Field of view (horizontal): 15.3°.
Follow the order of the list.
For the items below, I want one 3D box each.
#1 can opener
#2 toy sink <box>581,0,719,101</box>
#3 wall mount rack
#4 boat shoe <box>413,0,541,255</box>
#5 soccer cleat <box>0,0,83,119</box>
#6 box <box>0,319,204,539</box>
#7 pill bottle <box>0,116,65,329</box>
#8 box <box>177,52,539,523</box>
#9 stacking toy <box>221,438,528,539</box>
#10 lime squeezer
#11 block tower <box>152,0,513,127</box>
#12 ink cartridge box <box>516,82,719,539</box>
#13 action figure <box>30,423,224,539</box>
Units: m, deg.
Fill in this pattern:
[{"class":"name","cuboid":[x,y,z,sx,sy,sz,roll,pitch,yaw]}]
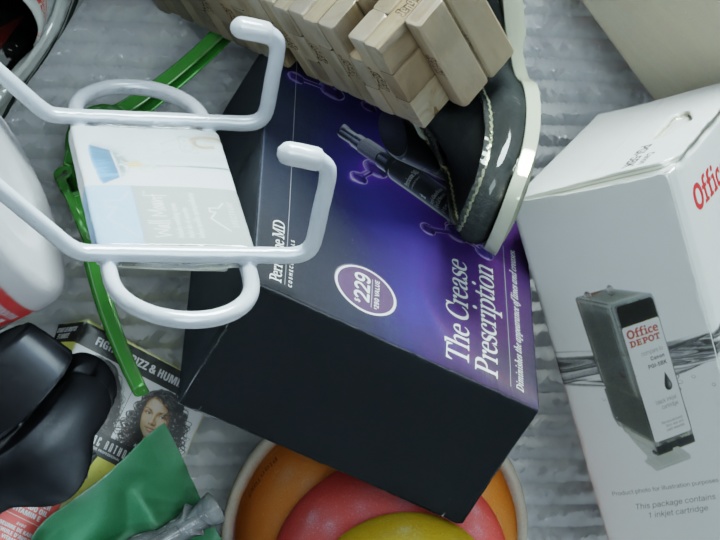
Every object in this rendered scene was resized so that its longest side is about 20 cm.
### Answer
[{"class":"can opener","cuboid":[-0.185,0.100,1.164,0.200,0.063,0.079,-41,100,18]},{"class":"toy sink","cuboid":[0.200,-0.147,1.302,0.200,0.130,0.112,52,54,-7]},{"class":"wall mount rack","cuboid":[-0.107,-0.058,1.098,0.172,0.200,0.075,2,121,-15]},{"class":"boat shoe","cuboid":[0.041,-0.074,1.207,0.067,0.201,0.072,13,122,-13]},{"class":"soccer cleat","cuboid":[-0.151,-0.136,1.215,0.068,0.085,0.201,33,76,-13]},{"class":"box","cuboid":[-0.143,0.127,1.214,0.075,0.050,0.201,29,78,-16]},{"class":"pill bottle","cuboid":[-0.235,0.005,1.126,0.199,0.114,0.114,-27,95,9]},{"class":"box","cuboid":[0.000,0.000,1.199,0.140,0.201,0.079,22,123,-15]},{"class":"stacking toy","cuboid":[0.016,0.148,1.177,0.145,0.200,0.147,-2,107,-6]},{"class":"lime squeezer","cuboid":[-0.108,-0.035,1.233,0.070,0.038,0.201,13,63,0]},{"class":"block tower","cuboid":[-0.026,-0.126,1.200,0.054,0.199,0.058,-48,135,-16]},{"class":"ink cartridge box","cuboid":[0.152,0.030,1.252,0.147,0.082,0.201,-41,117,-61]},{"class":"action figure","cuboid":[-0.140,0.168,1.161,0.199,0.055,0.119,-30,99,-15]}]
